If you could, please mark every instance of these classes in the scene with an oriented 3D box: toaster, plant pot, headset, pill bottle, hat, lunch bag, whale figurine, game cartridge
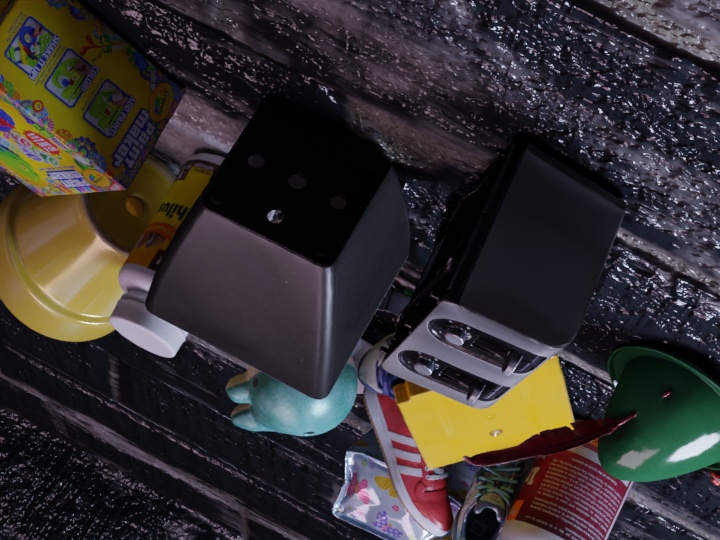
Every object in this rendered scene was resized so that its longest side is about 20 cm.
[{"bbox_3d":[0.118,0.003,1.399,0.118,0.201,0.181,28,153,-6],"label":"toaster"},{"bbox_3d":[-0.290,-0.042,1.862,0.200,0.201,0.189,36,144,-19],"label":"plant pot"},{"bbox_3d":[0.000,0.000,1.711,0.199,0.094,0.123,21,-178,7],"label":"headset"},{"bbox_3d":[0.228,0.277,1.885,0.113,0.201,0.113,26,160,10],"label":"pill bottle"},{"bbox_3d":[0.252,0.187,1.613,0.166,0.176,0.200,53,156,-17],"label":"hat"},{"bbox_3d":[0.091,0.274,2.085,0.199,0.170,0.128,21,117,18],"label":"lunch bag"},{"bbox_3d":[-0.082,0.157,1.956,0.158,0.104,0.200,4,151,-28],"label":"whale figurine"},{"bbox_3d":[-0.177,-0.014,1.730,0.109,0.201,0.109,25,161,10],"label":"pill bottle"},{"bbox_3d":[0.136,0.144,1.795,0.175,0.033,0.200,-16,149,4],"label":"game cartridge"},{"bbox_3d":[-0.068,-0.038,1.559,0.199,0.200,0.178,26,150,8],"label":"plant pot"}]

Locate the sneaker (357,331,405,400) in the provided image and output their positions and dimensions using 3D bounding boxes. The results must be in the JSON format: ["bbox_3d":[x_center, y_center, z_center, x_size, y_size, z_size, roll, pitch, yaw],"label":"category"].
[{"bbox_3d":[0.050,0.110,1.866,0.200,0.088,0.076,-9,96,51],"label":"sneaker"}]

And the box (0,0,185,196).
[{"bbox_3d":[-0.313,-0.178,1.635,0.192,0.122,0.200,39,159,-28],"label":"box"}]

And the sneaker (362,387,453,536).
[{"bbox_3d":[0.086,0.201,1.947,0.112,0.201,0.071,-31,165,29],"label":"sneaker"}]

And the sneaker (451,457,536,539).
[{"bbox_3d":[0.162,0.250,1.926,0.077,0.201,0.086,19,-171,4],"label":"sneaker"}]

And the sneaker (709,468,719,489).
[{"bbox_3d":[0.399,0.223,1.717,0.108,0.067,0.201,32,157,-4],"label":"sneaker"}]

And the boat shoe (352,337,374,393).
[{"bbox_3d":[-0.056,0.094,2.043,0.199,0.072,0.068,15,-167,2],"label":"boat shoe"}]
